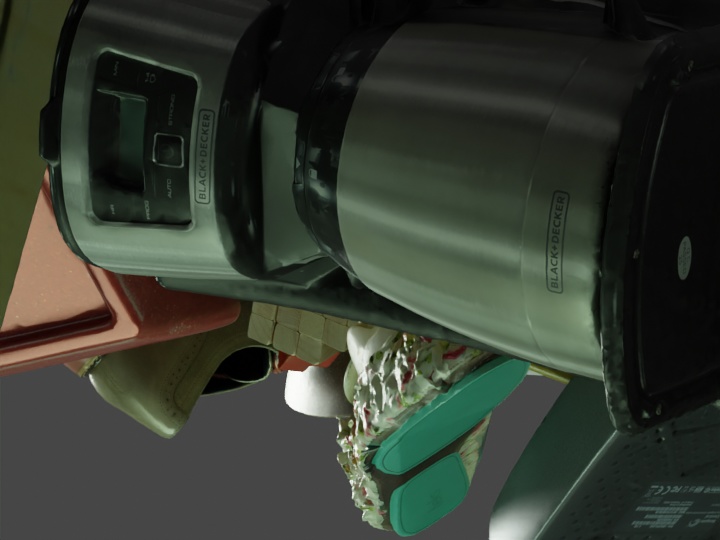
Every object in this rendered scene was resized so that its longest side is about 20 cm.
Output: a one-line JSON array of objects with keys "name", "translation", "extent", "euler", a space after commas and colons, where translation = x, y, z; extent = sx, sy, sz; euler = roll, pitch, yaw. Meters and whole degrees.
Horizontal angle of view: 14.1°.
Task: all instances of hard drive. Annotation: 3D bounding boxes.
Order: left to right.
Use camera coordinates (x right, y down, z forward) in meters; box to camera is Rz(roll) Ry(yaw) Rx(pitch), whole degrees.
[{"name": "hard drive", "translation": [0.138, 0.046, 1.094], "extent": [0.134, 0.200, 0.042], "euler": [4, -137, -41]}]

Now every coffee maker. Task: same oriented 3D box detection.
[{"name": "coffee maker", "translation": [0.037, -0.032, 0.847], "extent": [0.199, 0.136, 0.192], "euler": [15, 176, 33]}]

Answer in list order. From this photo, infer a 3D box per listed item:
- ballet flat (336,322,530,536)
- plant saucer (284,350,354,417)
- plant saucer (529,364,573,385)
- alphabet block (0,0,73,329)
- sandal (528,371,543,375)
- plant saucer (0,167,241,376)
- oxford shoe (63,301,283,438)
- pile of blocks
[{"name": "ballet flat", "translation": [0.017, 0.048, 1.127], "extent": [0.064, 0.075, 0.200], "euler": [58, 162, 16]}, {"name": "plant saucer", "translation": [0.052, 0.007, 1.330], "extent": [0.199, 0.037, 0.200], "euler": [-21, -167, 5]}, {"name": "plant saucer", "translation": [0.031, -0.023, 1.092], "extent": [0.199, 0.049, 0.200], "euler": [21, 160, 20]}, {"name": "alphabet block", "translation": [-0.214, -0.077, 0.883], "extent": [0.195, 0.197, 0.200], "euler": [13, 176, 20]}, {"name": "sandal", "translation": [0.141, 0.015, 1.411], "extent": [0.206, 0.080, 0.059], "euler": [3, -171, 43]}, {"name": "plant saucer", "translation": [-0.171, -0.034, 1.051], "extent": [0.199, 0.037, 0.200], "euler": [-12, 120, 28]}, {"name": "oxford shoe", "translation": [-0.058, 0.018, 1.330], "extent": [0.075, 0.070, 0.200], "euler": [47, -138, 5]}, {"name": "pile of blocks", "translation": [0.000, 0.000, 1.265], "extent": [0.081, 0.063, 0.200], "euler": [12, -155, 2]}]
